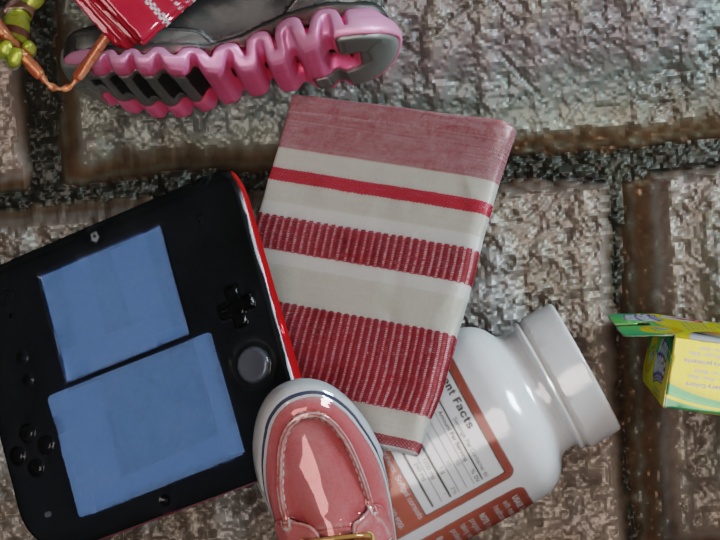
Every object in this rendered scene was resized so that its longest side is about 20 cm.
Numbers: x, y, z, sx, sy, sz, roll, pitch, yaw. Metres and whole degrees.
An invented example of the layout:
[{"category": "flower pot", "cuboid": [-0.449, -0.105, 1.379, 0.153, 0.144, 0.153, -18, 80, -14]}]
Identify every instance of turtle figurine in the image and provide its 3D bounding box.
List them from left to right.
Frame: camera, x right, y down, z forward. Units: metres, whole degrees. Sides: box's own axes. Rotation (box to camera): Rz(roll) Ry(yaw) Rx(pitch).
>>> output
[{"category": "turtle figurine", "cuboid": [-0.205, -0.203, 1.676, 0.161, 0.064, 0.200, 13, 74, -2]}]

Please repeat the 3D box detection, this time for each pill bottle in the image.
[{"category": "pill bottle", "cuboid": [0.044, 0.103, 1.678, 0.200, 0.112, 0.112, -29, 94, 1]}]

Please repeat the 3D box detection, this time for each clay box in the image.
[{"category": "clay box", "cuboid": [0.243, 0.062, 1.675, 0.200, 0.115, 0.048, 7, 95, 0]}]

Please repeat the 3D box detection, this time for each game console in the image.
[{"category": "game console", "cuboid": [-0.129, 0.056, 1.660, 0.200, 0.031, 0.177, -21, 82, 25]}]

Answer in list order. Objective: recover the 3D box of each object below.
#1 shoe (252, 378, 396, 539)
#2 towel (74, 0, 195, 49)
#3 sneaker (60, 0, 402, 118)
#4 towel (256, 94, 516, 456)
[{"category": "shoe", "cuboid": [-0.007, 0.162, 1.580, 0.071, 0.091, 0.200, -15, 112, -4]}, {"category": "towel", "cuboid": [-0.114, -0.235, 1.655, 0.145, 0.022, 0.200, 47, 64, -3]}, {"category": "sneaker", "cuboid": [-0.078, -0.150, 1.687, 0.200, 0.079, 0.096, -8, 69, 2]}, {"category": "towel", "cuboid": [0.000, 0.000, 1.658, 0.144, 0.023, 0.200, 10, 76, 27]}]
